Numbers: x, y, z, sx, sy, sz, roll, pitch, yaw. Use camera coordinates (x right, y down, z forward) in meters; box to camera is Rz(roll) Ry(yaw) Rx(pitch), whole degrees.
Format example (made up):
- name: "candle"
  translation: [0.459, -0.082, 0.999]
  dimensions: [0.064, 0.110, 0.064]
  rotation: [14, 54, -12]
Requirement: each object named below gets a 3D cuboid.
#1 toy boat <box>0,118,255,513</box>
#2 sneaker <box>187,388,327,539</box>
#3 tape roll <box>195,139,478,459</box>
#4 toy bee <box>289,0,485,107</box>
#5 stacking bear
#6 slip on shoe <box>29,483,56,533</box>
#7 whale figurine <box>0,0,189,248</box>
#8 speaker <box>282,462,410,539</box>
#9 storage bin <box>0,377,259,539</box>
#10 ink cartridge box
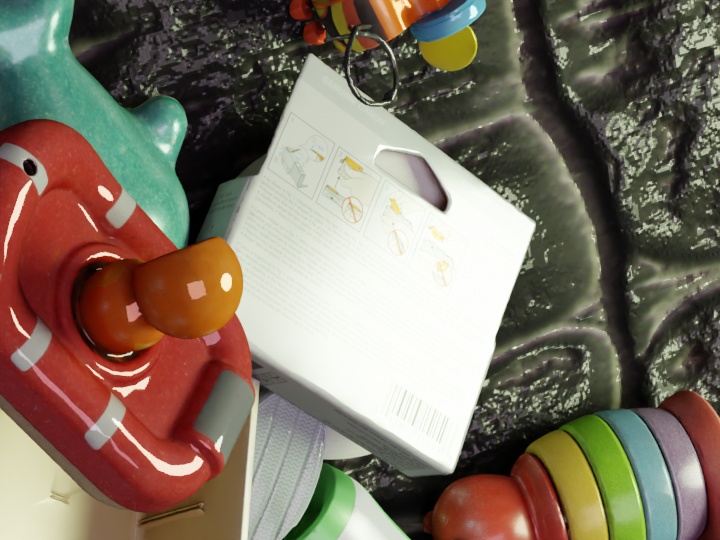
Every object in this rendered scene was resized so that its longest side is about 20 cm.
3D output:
- name: "toy boat"
  translation: [-0.109, 0.015, 0.790]
  dimensions: [0.200, 0.130, 0.131]
  rotation: [49, 43, -25]
- name: "sneaker"
  translation: [-0.090, 0.155, 0.988]
  dimensions: [0.073, 0.071, 0.201]
  rotation: [33, 83, -22]
- name: "tape roll"
  translation: [-0.011, 0.016, 1.024]
  dimensions: [0.200, 0.037, 0.206]
  rotation: [-7, 106, -24]
- name: "toy bee"
  translation: [0.012, -0.171, 0.961]
  dimensions: [0.199, 0.108, 0.133]
  rotation: [-24, 106, -44]
- name: "stacking bear"
  translation: [0.142, 0.157, 1.097]
  dimensions: [0.198, 0.121, 0.115]
  rotation: [-14, 112, -13]
- name: "slip on shoe"
  translation: [-0.193, 0.145, 0.941]
  dimensions: [0.199, 0.061, 0.075]
  rotation: [36, 62, -41]
- name: "whale figurine"
  translation: [-0.162, -0.057, 0.895]
  dimensions: [0.158, 0.104, 0.202]
  rotation: [-20, 114, -18]
- name: "speaker"
  translation: [0.015, 0.213, 1.060]
  dimensions: [0.088, 0.088, 0.200]
  rotation: [-45, 117, -7]
- name: "storage bin"
  translation: [-0.159, 0.130, 0.860]
  dimensions: [0.198, 0.093, 0.202]
  rotation: [28, 55, -41]
- name: "ink cartridge box"
  translation: [0.000, 0.000, 0.982]
  dimensions: [0.199, 0.043, 0.175]
  rotation: [34, 64, -28]
